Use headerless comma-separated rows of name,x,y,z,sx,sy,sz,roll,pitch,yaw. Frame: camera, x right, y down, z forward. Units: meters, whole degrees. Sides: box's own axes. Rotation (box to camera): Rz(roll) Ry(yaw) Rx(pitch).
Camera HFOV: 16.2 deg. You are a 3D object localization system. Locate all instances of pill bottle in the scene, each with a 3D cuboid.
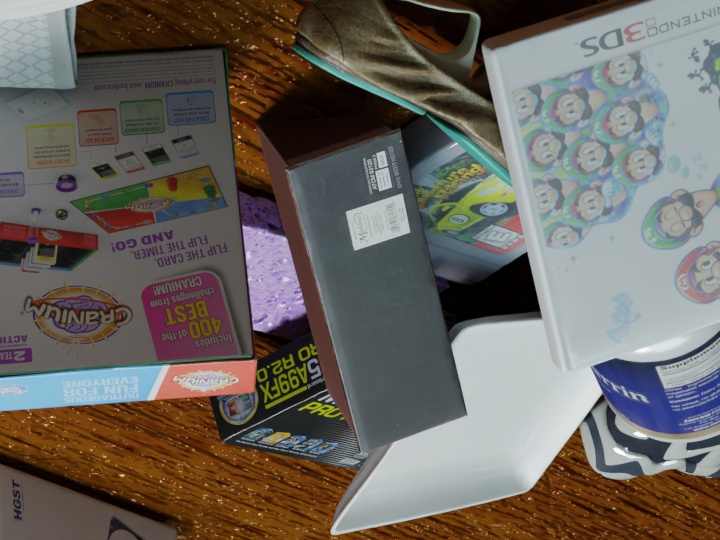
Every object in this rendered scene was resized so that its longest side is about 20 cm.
pill bottle,0.186,0.019,1.561,0.115,0.116,0.200,-13,150,11

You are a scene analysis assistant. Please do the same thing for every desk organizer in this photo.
desk organizer,0.000,0.000,1.516,0.071,0.077,0.201,-20,120,-10

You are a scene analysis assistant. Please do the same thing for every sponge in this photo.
sponge,-0.050,0.001,1.630,0.200,0.030,0.111,17,144,-37

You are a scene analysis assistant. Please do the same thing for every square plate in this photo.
square plate,0.087,0.090,1.692,0.198,0.028,0.200,-7,139,-43

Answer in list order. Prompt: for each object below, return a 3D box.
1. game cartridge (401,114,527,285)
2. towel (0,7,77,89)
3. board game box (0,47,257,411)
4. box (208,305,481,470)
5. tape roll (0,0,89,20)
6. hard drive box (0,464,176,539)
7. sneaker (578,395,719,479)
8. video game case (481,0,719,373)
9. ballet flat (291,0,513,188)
game cartridge,0.077,-0.057,1.550,0.133,0.041,0.200,20,142,-33
towel,-0.241,-0.150,1.310,0.190,0.032,0.200,-3,150,-7
board game box,-0.140,-0.025,1.385,0.152,0.201,0.040,-3,151,-5
box,0.015,0.080,1.725,0.160,0.044,0.200,-26,158,24
tape roll,-0.168,-0.219,1.089,0.202,0.140,0.203,-5,151,-3
hard drive box,-0.225,0.252,1.900,0.077,0.156,0.200,-26,147,30
sneaker,0.264,0.091,1.779,0.199,0.080,0.130,2,159,-35
video game case,0.174,-0.060,1.415,0.181,0.024,0.201,-18,113,-9
ballet flat,0.052,-0.108,1.408,0.200,0.068,0.072,31,97,-30
